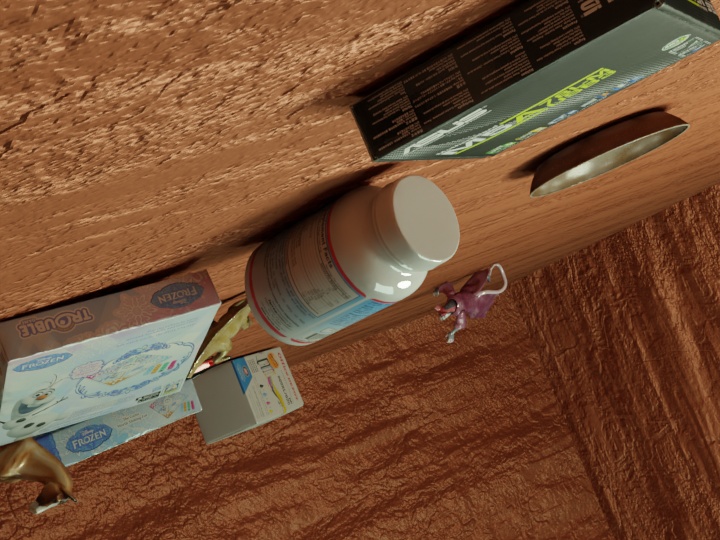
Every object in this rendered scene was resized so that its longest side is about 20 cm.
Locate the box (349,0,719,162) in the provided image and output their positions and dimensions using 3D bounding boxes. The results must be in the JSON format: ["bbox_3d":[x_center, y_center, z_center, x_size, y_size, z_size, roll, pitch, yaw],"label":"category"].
[{"bbox_3d":[0.122,-0.131,0.729,0.200,0.048,0.193,-26,175,27],"label":"box"}]

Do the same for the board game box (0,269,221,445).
[{"bbox_3d":[-0.250,0.085,1.063,0.200,0.043,0.199,-15,158,-29],"label":"board game box"}]

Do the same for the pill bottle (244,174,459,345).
[{"bbox_3d":[-0.009,-0.011,1.022,0.200,0.109,0.109,-28,172,41],"label":"pill bottle"}]

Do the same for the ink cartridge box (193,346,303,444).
[{"bbox_3d":[-0.249,0.266,2.412,0.144,0.147,0.200,-25,174,26],"label":"ink cartridge box"}]

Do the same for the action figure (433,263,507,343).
[{"bbox_3d":[0.251,0.079,2.637,0.149,0.134,0.200,-28,174,38],"label":"action figure"}]

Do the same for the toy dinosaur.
[{"bbox_3d":[-0.177,0.082,1.392,0.200,0.058,0.101,-49,-178,-14],"label":"toy dinosaur"}]

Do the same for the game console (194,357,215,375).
[{"bbox_3d":[-0.378,0.217,2.109,0.177,0.031,0.200,-24,176,-30],"label":"game console"}]

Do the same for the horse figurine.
[{"bbox_3d":[-0.375,0.171,1.128,0.132,0.200,0.050,-20,138,-13],"label":"horse figurine"}]

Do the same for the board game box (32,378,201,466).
[{"bbox_3d":[-0.310,0.173,1.284,0.199,0.043,0.200,-20,-173,-29],"label":"board game box"}]

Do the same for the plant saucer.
[{"bbox_3d":[0.287,-0.140,1.319,0.200,0.032,0.200,-21,174,-2],"label":"plant saucer"}]
